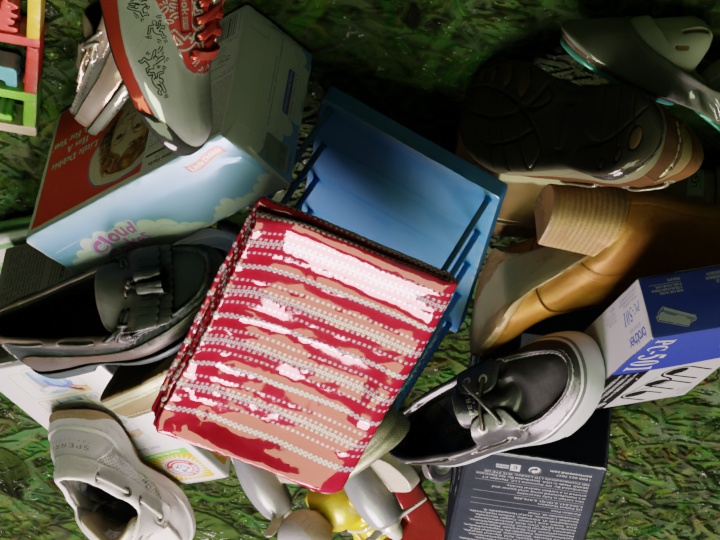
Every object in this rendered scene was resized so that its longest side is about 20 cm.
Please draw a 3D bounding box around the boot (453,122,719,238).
[{"bbox_3d":[0.155,-0.029,1.736,0.198,0.066,0.176,9,136,0],"label":"boot"}]

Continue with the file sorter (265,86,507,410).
[{"bbox_3d":[0.000,0.000,1.697,0.138,0.123,0.200,29,152,8],"label":"file sorter"}]

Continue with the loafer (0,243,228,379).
[{"bbox_3d":[-0.173,0.027,1.668,0.199,0.072,0.063,-22,148,37],"label":"loafer"}]

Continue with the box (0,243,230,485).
[{"bbox_3d":[-0.182,0.071,1.853,0.101,0.113,0.200,-11,143,28],"label":"box"}]

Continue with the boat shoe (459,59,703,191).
[{"bbox_3d":[0.141,-0.085,1.586,0.073,0.076,0.200,17,-177,-35],"label":"boat shoe"}]

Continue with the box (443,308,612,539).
[{"bbox_3d":[0.129,0.132,1.889,0.106,0.149,0.201,8,145,1],"label":"box"}]

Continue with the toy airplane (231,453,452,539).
[{"bbox_3d":[-0.032,0.165,1.970,0.198,0.142,0.200,22,163,15],"label":"toy airplane"}]

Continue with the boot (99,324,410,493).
[{"bbox_3d":[-0.076,0.094,1.703,0.155,0.072,0.199,43,138,-21],"label":"boot"}]

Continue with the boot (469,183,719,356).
[{"bbox_3d":[0.166,0.011,1.683,0.143,0.071,0.201,10,146,-15],"label":"boot"}]

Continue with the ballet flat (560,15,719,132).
[{"bbox_3d":[0.219,-0.131,1.589,0.199,0.068,0.064,26,114,-26],"label":"ballet flat"}]

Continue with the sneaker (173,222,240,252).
[{"bbox_3d":[-0.056,0.035,1.850,0.199,0.077,0.075,19,142,-17],"label":"sneaker"}]

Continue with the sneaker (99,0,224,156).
[{"bbox_3d":[-0.101,-0.177,1.489,0.107,0.067,0.203,-16,95,22],"label":"sneaker"}]

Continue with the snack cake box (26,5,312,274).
[{"bbox_3d":[-0.130,-0.083,1.664,0.199,0.116,0.067,-24,134,38],"label":"snack cake box"}]

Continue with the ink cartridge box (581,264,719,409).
[{"bbox_3d":[0.204,0.047,1.661,0.093,0.045,0.200,-9,164,-14],"label":"ink cartridge box"}]

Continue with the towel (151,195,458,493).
[{"bbox_3d":[-0.040,0.054,1.598,0.144,0.023,0.201,22,125,-10],"label":"towel"}]

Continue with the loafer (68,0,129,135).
[{"bbox_3d":[-0.148,-0.170,1.599,0.063,0.072,0.200,35,133,-7],"label":"loafer"}]

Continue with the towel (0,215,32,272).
[{"bbox_3d":[-0.224,0.021,1.912,0.151,0.024,0.200,-10,143,24],"label":"towel"}]

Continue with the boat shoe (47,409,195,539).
[{"bbox_3d":[-0.186,0.179,1.854,0.070,0.070,0.200,-7,147,21],"label":"boat shoe"}]

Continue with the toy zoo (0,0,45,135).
[{"bbox_3d":[-0.278,-0.168,1.654,0.130,0.021,0.201,10,145,-3],"label":"toy zoo"}]

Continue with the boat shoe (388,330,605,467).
[{"bbox_3d":[0.086,0.093,1.700,0.066,0.071,0.199,-6,169,-38],"label":"boat shoe"}]
